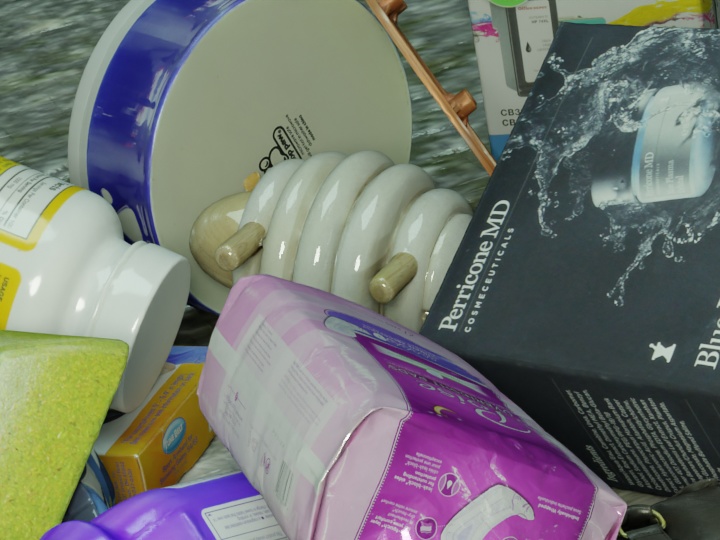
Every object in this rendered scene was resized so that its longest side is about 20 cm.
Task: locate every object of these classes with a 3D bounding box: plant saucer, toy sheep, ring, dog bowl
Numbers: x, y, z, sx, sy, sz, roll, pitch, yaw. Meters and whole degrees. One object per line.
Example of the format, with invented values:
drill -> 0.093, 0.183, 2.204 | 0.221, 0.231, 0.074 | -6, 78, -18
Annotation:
plant saucer -> -0.226, 0.103, 1.065 | 0.199, 0.048, 0.201 | 3, 61, 36
toy sheep -> 0.000, 0.000, 1.247 | 0.199, 0.139, 0.138 | 16, 32, 19
ring -> 0.058, -0.095, 1.353 | 0.019, 0.201, 0.201 | -36, 24, 5
dog bowl -> -0.066, -0.074, 1.345 | 0.199, 0.202, 0.079 | -27, 30, -33

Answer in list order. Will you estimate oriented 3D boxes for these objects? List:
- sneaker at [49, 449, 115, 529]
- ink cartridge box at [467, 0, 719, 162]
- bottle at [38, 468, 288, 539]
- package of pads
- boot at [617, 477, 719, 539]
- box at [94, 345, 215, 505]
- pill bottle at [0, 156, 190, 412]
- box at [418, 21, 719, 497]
sneaker -> -0.141, 0.125, 1.085 | 0.074, 0.082, 0.201 | -29, 46, 6
ink cartridge box -> 0.153, -0.169, 1.460 | 0.146, 0.201, 0.146 | -3, 25, 18
bottle -> -0.081, 0.129, 0.981 | 0.199, 0.084, 0.065 | -9, 57, -50
package of pads -> 0.012, 0.071, 0.932 | 0.120, 0.076, 0.200 | 21, 8, -20
boot -> 0.103, 0.143, 0.950 | 0.173, 0.070, 0.200 | -12, 23, -4
box -> -0.178, 0.082, 1.245 | 0.198, 0.042, 0.119 | 2, 27, 21
pill bottle -> -0.194, -0.002, 1.196 | 0.199, 0.113, 0.113 | 21, 31, 10
box -> 0.162, -0.003, 1.094 | 0.199, 0.118, 0.198 | 7, 60, 36
